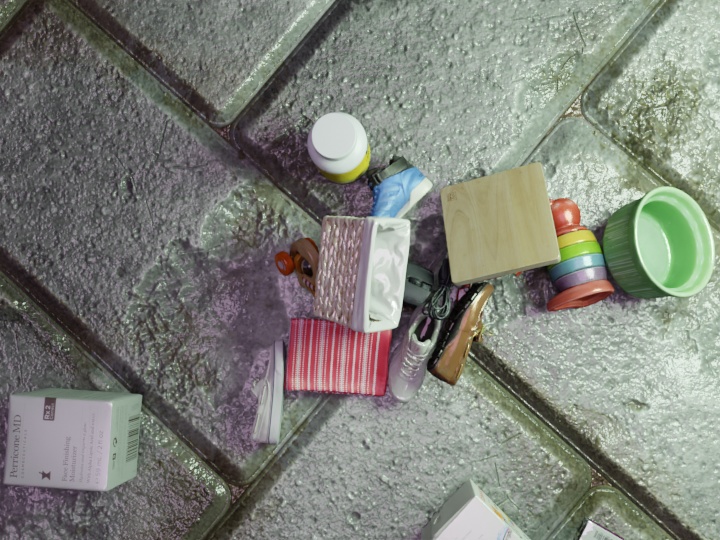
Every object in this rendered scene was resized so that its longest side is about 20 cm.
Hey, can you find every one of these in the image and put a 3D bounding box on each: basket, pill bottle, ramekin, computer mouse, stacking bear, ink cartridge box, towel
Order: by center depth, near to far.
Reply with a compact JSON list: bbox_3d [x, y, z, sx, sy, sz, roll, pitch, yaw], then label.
[{"bbox_3d":[0.000,0.000,1.445,0.122,0.135,0.203,9,96,31],"label":"basket"},{"bbox_3d":[0.227,0.514,1.471,0.200,0.147,0.145,44,90,4],"label":"ink cartridge box"},{"bbox_3d":[0.541,-0.043,1.472,0.198,0.097,0.203,6,77,-26],"label":"ramekin"},{"bbox_3d":[-0.040,-0.230,1.503,0.111,0.200,0.113,0,87,4],"label":"pill bottle"},{"bbox_3d":[0.394,-0.039,1.512,0.120,0.114,0.202,-4,72,-33],"label":"stacking bear"},{"bbox_3d":[0.081,0.016,1.523,0.198,0.053,0.140,6,58,23],"label":"computer mouse"},{"bbox_3d":[-0.041,0.167,1.534,0.198,0.022,0.146,5,100,-10],"label":"towel"}]

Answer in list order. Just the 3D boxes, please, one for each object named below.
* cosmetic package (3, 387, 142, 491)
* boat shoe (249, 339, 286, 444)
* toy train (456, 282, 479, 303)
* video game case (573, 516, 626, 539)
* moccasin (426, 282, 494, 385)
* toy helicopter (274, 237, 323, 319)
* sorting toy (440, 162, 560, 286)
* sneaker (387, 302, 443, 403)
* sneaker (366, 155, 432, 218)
[{"bbox_3d":[-0.539,0.315,1.523,0.197,0.165,0.167,2,86,4],"label":"cosmetic package"},{"bbox_3d":[-0.181,0.233,1.555,0.065,0.072,0.203,5,95,-1],"label":"boat shoe"},{"bbox_3d":[0.208,0.050,1.555,0.045,0.034,0.202,9,87,6],"label":"toy train"},{"bbox_3d":[0.469,0.594,1.506,0.199,0.036,0.183,28,89,5],"label":"video game case"},{"bbox_3d":[0.199,0.116,1.495,0.077,0.074,0.203,30,73,-12],"label":"moccasin"},{"bbox_3d":[-0.076,0.032,1.537,0.079,0.132,0.202,-30,105,-30],"label":"toy helicopter"},{"bbox_3d":[0.262,-0.076,1.500,0.197,0.070,0.202,-14,62,18],"label":"sorting toy"},{"bbox_3d":[0.100,0.155,1.523,0.077,0.099,0.202,17,88,5],"label":"sneaker"},{"bbox_3d":[0.035,-0.134,1.553,0.111,0.077,0.200,45,86,-1],"label":"sneaker"}]
